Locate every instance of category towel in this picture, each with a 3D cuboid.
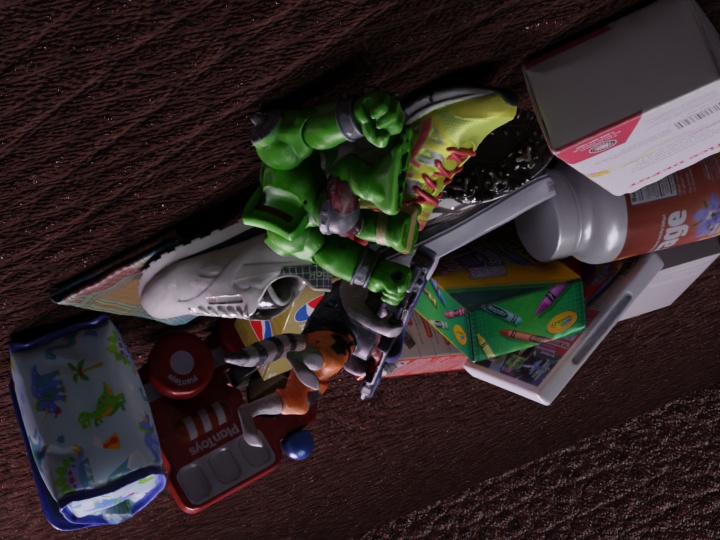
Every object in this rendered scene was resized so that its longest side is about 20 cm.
[{"bbox_3d":[-0.168,0.009,1.516,0.146,0.022,0.200,-26,164,22],"label":"towel"}]

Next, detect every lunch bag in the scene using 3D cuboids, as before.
[{"bbox_3d":[-0.265,0.154,1.619,0.127,0.171,0.200,-17,167,-8],"label":"lunch bag"}]

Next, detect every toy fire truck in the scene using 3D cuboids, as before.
[{"bbox_3d":[-0.131,0.136,1.697,0.199,0.168,0.112,-25,169,-26],"label":"toy fire truck"}]

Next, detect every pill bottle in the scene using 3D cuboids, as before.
[{"bbox_3d":[0.251,-0.069,1.580,0.199,0.113,0.112,-13,164,-22],"label":"pill bottle"}]

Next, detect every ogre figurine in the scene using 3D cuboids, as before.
[{"bbox_3d":[-0.021,-0.060,1.254,0.119,0.099,0.200,10,159,13],"label":"ogre figurine"}]

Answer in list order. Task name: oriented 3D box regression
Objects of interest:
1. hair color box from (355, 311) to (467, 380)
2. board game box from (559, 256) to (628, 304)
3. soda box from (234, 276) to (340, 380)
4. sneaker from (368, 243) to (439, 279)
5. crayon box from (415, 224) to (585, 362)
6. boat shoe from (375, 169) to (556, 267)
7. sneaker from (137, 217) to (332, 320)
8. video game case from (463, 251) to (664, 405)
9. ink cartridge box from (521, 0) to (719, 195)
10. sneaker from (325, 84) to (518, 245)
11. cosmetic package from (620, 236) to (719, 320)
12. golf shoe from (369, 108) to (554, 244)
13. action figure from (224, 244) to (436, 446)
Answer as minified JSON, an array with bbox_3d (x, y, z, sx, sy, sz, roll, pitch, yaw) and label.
[{"bbox_3d":[0.065,0.050,1.774,0.064,0.111,0.199,-31,161,37],"label":"hair color box"},{"bbox_3d":[0.211,-0.023,1.699,0.158,0.039,0.200,-39,-161,28],"label":"board game box"},{"bbox_3d":[-0.061,0.020,1.528,0.064,0.068,0.200,-21,157,-25],"label":"soda box"},{"bbox_3d":[0.000,0.000,1.595,0.082,0.074,0.200,2,149,-39],"label":"sneaker"},{"bbox_3d":[0.120,0.015,1.610,0.118,0.059,0.200,-15,-157,-16],"label":"crayon box"},{"bbox_3d":[0.079,-0.048,1.504,0.199,0.057,0.069,-28,178,4],"label":"boat shoe"},{"bbox_3d":[-0.109,0.011,1.409,0.199,0.081,0.076,-25,167,35],"label":"sneaker"},{"bbox_3d":[0.201,0.047,1.679,0.182,0.023,0.200,-49,-163,-8],"label":"video game case"},{"bbox_3d":[0.235,-0.140,1.361,0.147,0.086,0.200,-25,166,18],"label":"ink cartridge box"},{"bbox_3d":[0.048,-0.080,1.331,0.200,0.091,0.078,-29,162,30],"label":"sneaker"},{"bbox_3d":[0.316,-0.024,1.833,0.090,0.107,0.200,-16,167,-8],"label":"cosmetic package"},{"bbox_3d":[0.086,-0.087,1.412,0.199,0.078,0.094,-20,178,31],"label":"golf shoe"},{"bbox_3d":[-0.016,0.041,1.397,0.193,0.104,0.200,-44,164,-44],"label":"action figure"}]
